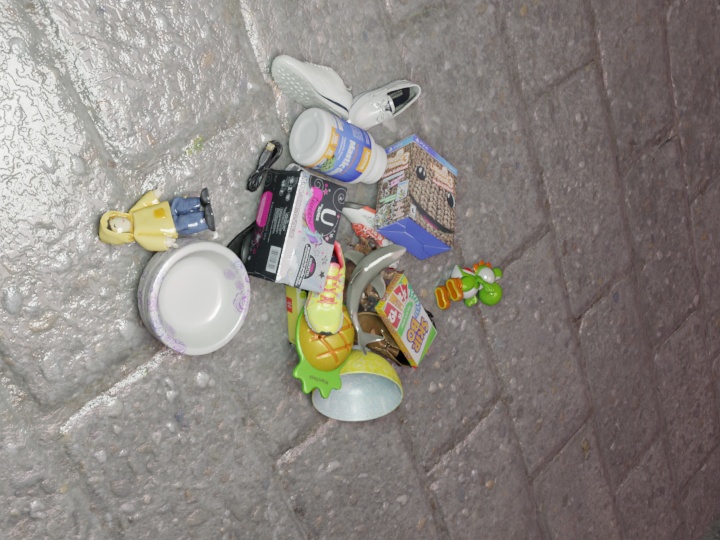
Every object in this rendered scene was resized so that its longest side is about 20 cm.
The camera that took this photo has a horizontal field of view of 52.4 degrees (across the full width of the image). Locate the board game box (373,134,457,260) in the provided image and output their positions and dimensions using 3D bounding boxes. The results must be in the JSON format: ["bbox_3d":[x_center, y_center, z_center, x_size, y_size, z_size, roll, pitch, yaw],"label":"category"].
[{"bbox_3d":[0.122,-0.154,1.568,0.158,0.096,0.205,29,55,-38],"label":"board game box"}]

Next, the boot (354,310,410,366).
[{"bbox_3d":[0.048,0.148,1.561,0.199,0.075,0.074,34,92,-42],"label":"boot"}]

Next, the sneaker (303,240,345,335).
[{"bbox_3d":[-0.065,0.028,1.400,0.076,0.204,0.091,5,143,-9],"label":"sneaker"}]

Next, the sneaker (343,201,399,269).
[{"bbox_3d":[0.023,-0.069,1.578,0.199,0.066,0.110,23,83,-41],"label":"sneaker"}]

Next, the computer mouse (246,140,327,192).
[{"bbox_3d":[-0.129,-0.169,1.455,0.198,0.043,0.112,29,78,-33],"label":"computer mouse"}]

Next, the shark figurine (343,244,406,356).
[{"bbox_3d":[-0.001,0.043,1.421,0.089,0.125,0.220,-6,113,-74],"label":"shark figurine"}]

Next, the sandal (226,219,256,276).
[{"bbox_3d":[-0.202,-0.052,1.419,0.202,0.048,0.076,-53,125,-16],"label":"sandal"}]

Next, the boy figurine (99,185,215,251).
[{"bbox_3d":[-0.352,-0.091,1.261,0.195,0.065,0.127,-10,64,-10],"label":"boy figurine"}]

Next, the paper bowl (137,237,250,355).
[{"bbox_3d":[-0.305,0.042,1.323,0.197,0.103,0.206,-9,105,-35],"label":"paper bowl"}]

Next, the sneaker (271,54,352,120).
[{"bbox_3d":[-0.092,-0.369,1.428,0.198,0.075,0.082,30,71,-43],"label":"sneaker"}]

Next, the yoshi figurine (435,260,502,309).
[{"bbox_3d":[0.283,0.052,1.793,0.197,0.112,0.114,-16,126,-37],"label":"yoshi figurine"}]

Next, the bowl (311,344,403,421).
[{"bbox_3d":[-0.009,0.229,1.581,0.199,0.198,0.109,36,35,-37],"label":"bowl"}]

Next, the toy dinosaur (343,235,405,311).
[{"bbox_3d":[0.000,0.000,1.546,0.136,0.199,0.086,47,39,-13],"label":"toy dinosaur"}]

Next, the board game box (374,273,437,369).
[{"bbox_3d":[0.102,0.112,1.546,0.096,0.029,0.202,-55,132,-29],"label":"board game box"}]

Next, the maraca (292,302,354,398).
[{"bbox_3d":[-0.073,0.148,1.449,0.135,0.106,0.205,19,69,-27],"label":"maraca"}]

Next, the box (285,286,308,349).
[{"bbox_3d":[-0.114,0.058,1.511,0.074,0.050,0.205,-13,109,-35],"label":"box"}]

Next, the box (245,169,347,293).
[{"bbox_3d":[-0.119,-0.074,1.367,0.113,0.131,0.205,13,89,-37],"label":"box"}]

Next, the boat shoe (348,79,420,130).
[{"bbox_3d":[0.044,-0.348,1.533,0.199,0.065,0.075,-39,122,-24],"label":"boat shoe"}]

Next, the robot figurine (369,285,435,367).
[{"bbox_3d":[0.094,0.130,1.685,0.200,0.058,0.146,46,73,-34],"label":"robot figurine"}]

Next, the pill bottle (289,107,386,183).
[{"bbox_3d":[-0.038,-0.239,1.458,0.198,0.111,0.115,15,91,-46],"label":"pill bottle"}]
